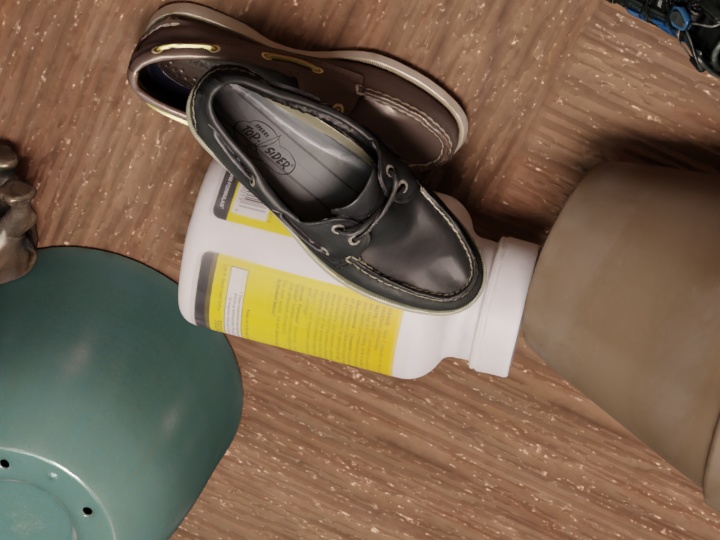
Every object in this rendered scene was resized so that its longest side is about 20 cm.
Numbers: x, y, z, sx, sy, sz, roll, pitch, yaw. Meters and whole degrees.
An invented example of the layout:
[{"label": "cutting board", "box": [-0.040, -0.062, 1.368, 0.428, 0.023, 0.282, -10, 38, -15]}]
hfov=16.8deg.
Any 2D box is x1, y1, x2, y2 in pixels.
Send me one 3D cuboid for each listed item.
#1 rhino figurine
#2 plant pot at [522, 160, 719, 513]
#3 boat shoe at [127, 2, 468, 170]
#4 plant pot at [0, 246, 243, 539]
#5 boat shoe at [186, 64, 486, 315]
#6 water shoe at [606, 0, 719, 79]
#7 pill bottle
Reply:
[{"label": "rhino figurine", "box": [-0.290, -0.039, 1.523, 0.199, 0.060, 0.088, 10, 130, 11]}, {"label": "plant pot", "box": [0.192, 0.025, 1.374, 0.173, 0.200, 0.201, 23, 128, 18]}, {"label": "boat shoe", "box": [-0.037, -0.096, 1.416, 0.199, 0.060, 0.072, 19, 125, 1]}, {"label": "plant pot", "box": [-0.190, 0.112, 1.537, 0.200, 0.161, 0.201, 7, 124, 10]}, {"label": "boat shoe", "box": [-0.011, -0.046, 1.349, 0.199, 0.066, 0.075, 43, 83, -1]}, {"label": "water shoe", "box": [0.187, -0.149, 1.308, 0.199, 0.079, 0.072, 22, 126, -1]}, {"label": "pill bottle", "box": [0.000, 0.000, 1.440, 0.199, 0.112, 0.112, 15, 126, 5]}]
